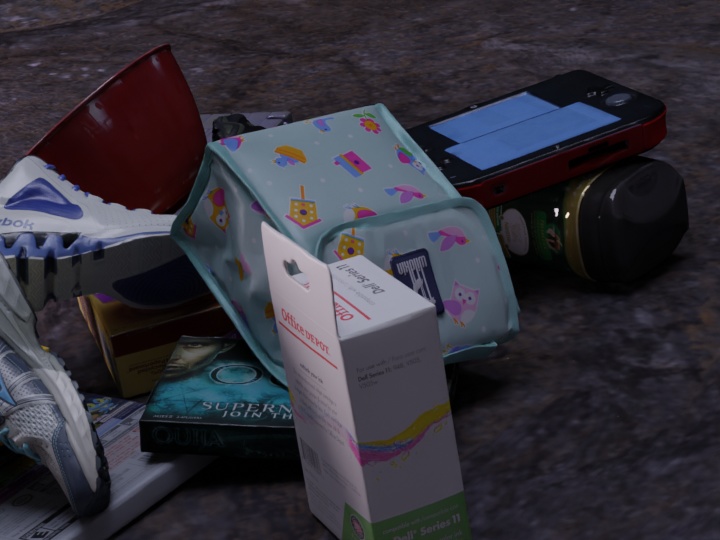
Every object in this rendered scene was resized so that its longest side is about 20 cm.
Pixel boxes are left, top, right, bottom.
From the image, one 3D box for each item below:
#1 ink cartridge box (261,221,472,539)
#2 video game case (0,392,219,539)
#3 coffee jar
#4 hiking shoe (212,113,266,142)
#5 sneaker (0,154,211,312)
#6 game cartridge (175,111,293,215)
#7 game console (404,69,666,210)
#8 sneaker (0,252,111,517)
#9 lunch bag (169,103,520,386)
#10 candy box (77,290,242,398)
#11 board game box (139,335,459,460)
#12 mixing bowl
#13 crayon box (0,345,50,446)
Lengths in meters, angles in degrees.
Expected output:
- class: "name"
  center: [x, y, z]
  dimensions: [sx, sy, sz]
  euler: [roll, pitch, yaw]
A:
- class: "ink cartridge box"
  center: [0.003, 0.067, 1.406]
  dimensions: [0.067, 0.201, 0.117]
  euler: [-17, 23, -19]
- class: "video game case"
  center: [-0.211, 0.139, 1.567]
  dimensions: [0.182, 0.023, 0.200]
  euler: [7, 28, 36]
- class: "coffee jar"
  center: [0.148, -0.047, 1.791]
  dimensions: [0.199, 0.086, 0.104]
  euler: [10, 29, 40]
- class: "hiking shoe"
  center: [-0.061, -0.074, 1.914]
  dimensions: [0.100, 0.076, 0.200]
  euler: [-7, 29, -17]
- class: "sneaker"
  center: [-0.205, -0.034, 1.686]
  dimensions: [0.198, 0.081, 0.115]
  euler: [-5, 49, -18]
- class: "game cartridge"
  center: [-0.153, -0.095, 2.119]
  dimensions: [0.129, 0.039, 0.200]
  euler: [-5, 22, 24]
- class: "game console"
  center: [0.119, -0.103, 1.785]
  dimensions: [0.199, 0.031, 0.177]
  euler: [-20, 25, -15]
- class: "sneaker"
  center: [-0.229, 0.084, 1.507]
  dimensions: [0.086, 0.078, 0.200]
  euler: [-28, 65, -13]
- class: "lunch bag"
  center: [-0.004, -0.006, 1.596]
  dimensions: [0.170, 0.122, 0.200]
  euler: [-15, 53, -39]
- class: "candy box"
  center: [-0.150, 0.024, 1.783]
  dimensions: [0.116, 0.057, 0.200]
  euler: [-15, 21, -12]
- class: "board game box"
  center: [-0.038, 0.086, 1.574]
  dimensions: [0.199, 0.028, 0.135]
  euler: [3, 23, 7]
- class: "mixing bowl"
  center: [-0.200, -0.083, 1.952]
  dimensions: [0.200, 0.108, 0.200]
  euler: [-41, 1, 1]
- class: "crayon box"
  center: [-0.317, 0.097, 1.621]
  dimensions: [0.172, 0.059, 0.200]
  euler: [-21, 14, -24]
